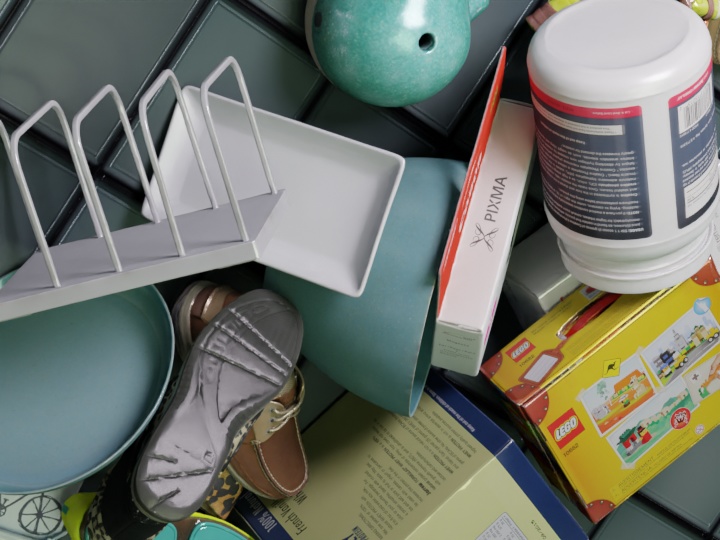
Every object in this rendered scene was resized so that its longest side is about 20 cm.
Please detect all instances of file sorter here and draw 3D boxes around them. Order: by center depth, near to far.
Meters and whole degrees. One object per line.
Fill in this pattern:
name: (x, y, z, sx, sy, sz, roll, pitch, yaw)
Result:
file sorter: (-0.168, -0.062, 1.430, 0.198, 0.139, 0.126, -13, 105, 11)

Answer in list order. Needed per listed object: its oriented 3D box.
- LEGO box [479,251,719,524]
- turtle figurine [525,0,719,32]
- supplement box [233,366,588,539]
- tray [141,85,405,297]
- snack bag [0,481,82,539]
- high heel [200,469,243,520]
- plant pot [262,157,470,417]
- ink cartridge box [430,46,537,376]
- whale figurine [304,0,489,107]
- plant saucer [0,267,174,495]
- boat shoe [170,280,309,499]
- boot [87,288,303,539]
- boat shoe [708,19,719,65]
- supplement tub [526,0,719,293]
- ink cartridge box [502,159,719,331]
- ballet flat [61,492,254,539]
LEGO box: (0.220, 0.084, 1.673, 0.199, 0.077, 0.149, -37, 122, -6)
turtle figurine: (0.222, -0.224, 1.626, 0.200, 0.064, 0.161, 41, 98, -12)
supplement box: (0.036, 0.203, 1.658, 0.200, 0.200, 0.134, -42, 123, -6)
tray: (-0.064, -0.060, 1.512, 0.022, 0.199, 0.108, 12, 97, -64)
snack bag: (-0.310, 0.194, 1.585, 0.188, 0.021, 0.201, 21, 100, -31)
high heel: (-0.177, 0.159, 1.600, 0.199, 0.071, 0.144, -19, 113, -32)
plant pot: (0.000, 0.000, 1.579, 0.134, 0.200, 0.202, 14, 108, 6)
ink cartridge box: (0.100, -0.044, 1.568, 0.043, 0.174, 0.201, 15, 67, 5)
whale figurine: (0.039, -0.220, 1.537, 0.158, 0.104, 0.202, 13, 105, -30)
plant saucer: (-0.225, 0.079, 1.484, 0.200, 0.200, 0.027, -37, 142, -8)
boat shoe: (-0.082, 0.099, 1.594, 0.076, 0.071, 0.201, -52, 129, -40)
boot: (-0.128, 0.116, 1.514, 0.073, 0.154, 0.204, 35, 58, -8)
boat shoe: (0.335, -0.242, 1.669, 0.073, 0.067, 0.201, -11, 137, -29)
supplement tub: (0.206, -0.098, 1.575, 0.139, 0.140, 0.201, -23, 128, -16)
ink cartridge box: (0.235, 0.003, 1.743, 0.199, 0.086, 0.147, -37, 123, -10)
ballet flat: (-0.155, 0.220, 1.636, 0.199, 0.067, 0.067, 26, 81, -34)
